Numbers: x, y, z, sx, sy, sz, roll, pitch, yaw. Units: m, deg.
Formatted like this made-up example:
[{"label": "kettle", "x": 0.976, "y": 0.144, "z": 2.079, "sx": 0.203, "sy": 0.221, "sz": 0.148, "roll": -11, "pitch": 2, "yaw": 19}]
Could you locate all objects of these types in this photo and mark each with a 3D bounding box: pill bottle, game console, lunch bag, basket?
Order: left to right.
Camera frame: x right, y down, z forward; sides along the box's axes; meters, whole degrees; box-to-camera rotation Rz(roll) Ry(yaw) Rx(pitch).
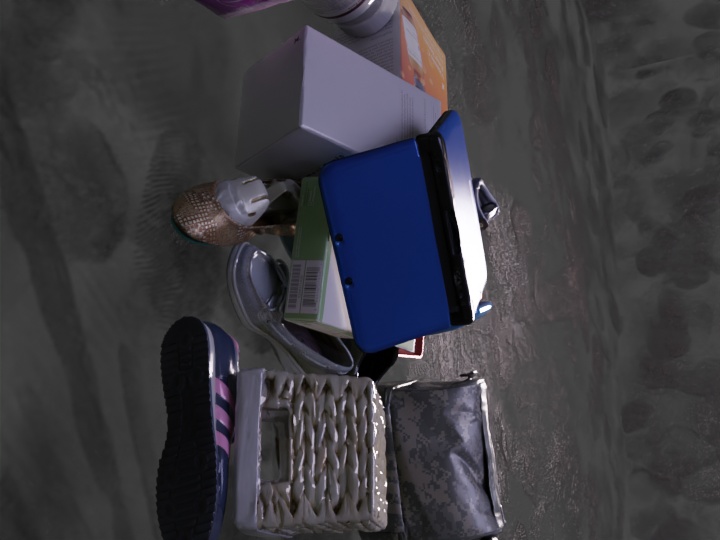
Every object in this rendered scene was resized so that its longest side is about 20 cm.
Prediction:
[{"label": "basket", "x": -0.039, "y": 0.173, "z": 0.871, "sx": 0.200, "sy": 0.121, "sz": 0.138, "roll": 77, "pitch": 11, "yaw": -72}, {"label": "pill bottle", "x": -0.038, "y": -0.368, "z": 1.134, "sx": 0.199, "sy": 0.108, "sz": 0.112, "roll": 28, "pitch": 57, "yaw": -56}, {"label": "game console", "x": 0.051, "y": -0.043, "z": 0.979, "sx": 0.171, "sy": 0.116, "sz": 0.204, "roll": -55, "pitch": 137, "yaw": -63}, {"label": "lunch bag", "x": 0.082, "y": 0.230, "z": 1.140, "sx": 0.139, "sy": 0.165, "sz": 0.204, "roll": 6, "pitch": 77, "yaw": -65}]

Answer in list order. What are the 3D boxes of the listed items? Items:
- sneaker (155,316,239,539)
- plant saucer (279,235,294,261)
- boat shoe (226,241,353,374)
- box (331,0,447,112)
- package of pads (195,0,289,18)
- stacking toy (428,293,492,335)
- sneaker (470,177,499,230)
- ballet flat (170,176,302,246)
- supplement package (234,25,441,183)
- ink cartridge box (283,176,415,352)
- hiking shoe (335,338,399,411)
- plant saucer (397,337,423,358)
[{"label": "sneaker", "x": -0.128, "y": 0.145, "z": 0.819, "sx": 0.082, "sy": 0.069, "sz": 0.204, "roll": 28, "pitch": 59, "yaw": -59}, {"label": "plant saucer", "x": -0.022, "y": -0.057, "z": 1.091, "sx": 0.197, "sy": 0.027, "sz": 0.204, "roll": 15, "pitch": 64, "yaw": -34}, {"label": "boat shoe", "x": -0.073, "y": 0.044, "z": 0.980, "sx": 0.075, "sy": 0.064, "sz": 0.203, "roll": -75, "pitch": 147, "yaw": -42}, {"label": "box", "x": 0.040, "y": -0.245, "z": 1.254, "sx": 0.152, "sy": 0.105, "sz": 0.203, "roll": 46, "pitch": 36, "yaw": -47}, {"label": "package of pads", "x": -0.088, "y": -0.311, "z": 0.909, "sx": 0.120, "sy": 0.197, "sz": 0.077, "roll": 17, "pitch": 71, "yaw": -59}, {"label": "stacking toy", "x": 0.091, "y": -0.024, "z": 1.222, "sx": 0.110, "sy": 0.114, "sz": 0.204, "roll": -12, "pitch": 88, "yaw": -70}, {"label": "sneaker", "x": 0.135, "y": -0.035, "z": 1.288, "sx": 0.070, "sy": 0.106, "sz": 0.204, "roll": -48, "pitch": 134, "yaw": -56}, {"label": "ballet flat", "x": -0.106, "y": -0.067, "z": 0.925, "sx": 0.071, "sy": 0.065, "sz": 0.199, "roll": 58, "pitch": 26, "yaw": 7}, {"label": "supplement package", "x": -0.021, "y": -0.148, "z": 1.023, "sx": 0.198, "sy": 0.119, "sz": 0.124, "roll": 22, "pitch": 60, "yaw": -37}, {"label": "ink cartridge box", "x": 0.000, "y": 0.000, "z": 1.004, "sx": 0.199, "sy": 0.047, "sz": 0.149, "roll": 25, "pitch": 68, "yaw": -58}, {"label": "hiking shoe", "x": 0.003, "y": 0.080, "z": 1.095, "sx": 0.076, "sy": 0.099, "sz": 0.203, "roll": 48, "pitch": 40, "yaw": -51}, {"label": "plant saucer", "x": 0.040, "y": 0.011, "z": 1.245, "sx": 0.199, "sy": 0.036, "sz": 0.204, "roll": 16, "pitch": 76, "yaw": -67}]
